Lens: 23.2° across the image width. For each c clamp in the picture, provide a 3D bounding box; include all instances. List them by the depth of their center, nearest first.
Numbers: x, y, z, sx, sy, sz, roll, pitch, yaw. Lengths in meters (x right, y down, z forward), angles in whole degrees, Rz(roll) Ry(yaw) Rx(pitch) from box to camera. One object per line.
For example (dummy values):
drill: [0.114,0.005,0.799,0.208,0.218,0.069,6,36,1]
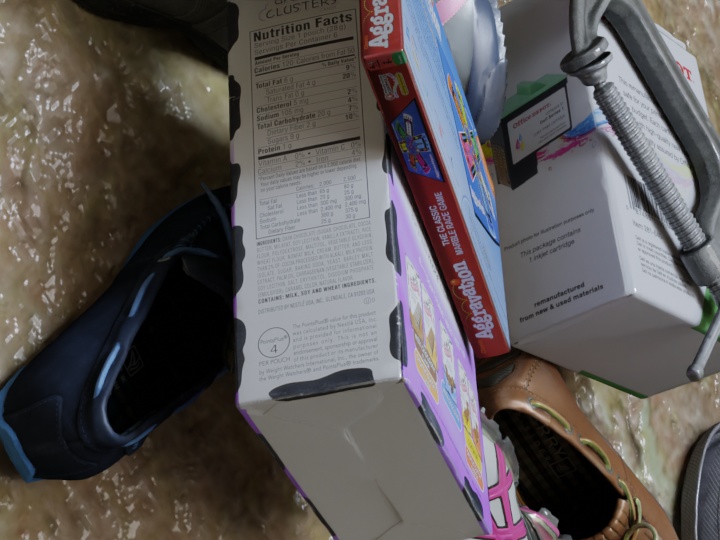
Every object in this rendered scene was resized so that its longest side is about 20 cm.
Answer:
c clamp: [0.159,-0.066,0.929,0.201,0.027,0.171,60,34,-10]

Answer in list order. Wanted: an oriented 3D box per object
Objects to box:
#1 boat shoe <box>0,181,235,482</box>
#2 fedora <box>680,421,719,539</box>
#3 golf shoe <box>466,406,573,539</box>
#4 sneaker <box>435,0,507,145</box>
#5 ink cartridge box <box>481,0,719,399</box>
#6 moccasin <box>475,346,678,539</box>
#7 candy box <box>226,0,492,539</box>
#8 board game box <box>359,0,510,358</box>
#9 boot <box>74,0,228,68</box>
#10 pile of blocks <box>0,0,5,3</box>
boat shoe: [-0.072,0.028,0.760,0.085,0.068,0.200,59,41,-24]
fedora: [0.291,0.188,1.165,0.177,0.090,0.202,-35,111,-48]
golf shoe: [0.045,0.131,0.886,0.200,0.072,0.092,53,48,-31]
sneaker: [0.020,-0.159,0.923,0.082,0.070,0.202,-14,92,-34]
ink cartridge box: [0.140,-0.046,0.992,0.144,0.084,0.202,22,53,-47]
moccasin: [0.126,0.133,0.972,0.202,0.073,0.078,61,18,-25]
candy box: [0.000,0.000,0.771,0.168,0.071,0.202,62,20,-57]
board game box: [0.033,-0.061,0.757,0.201,0.019,0.104,66,18,-49]
boot: [-0.027,-0.136,0.796,0.199,0.130,0.068,6,80,-50]
pile of blocks: [-0.173,-0.131,0.686,0.199,0.082,0.062,-30,150,-40]
